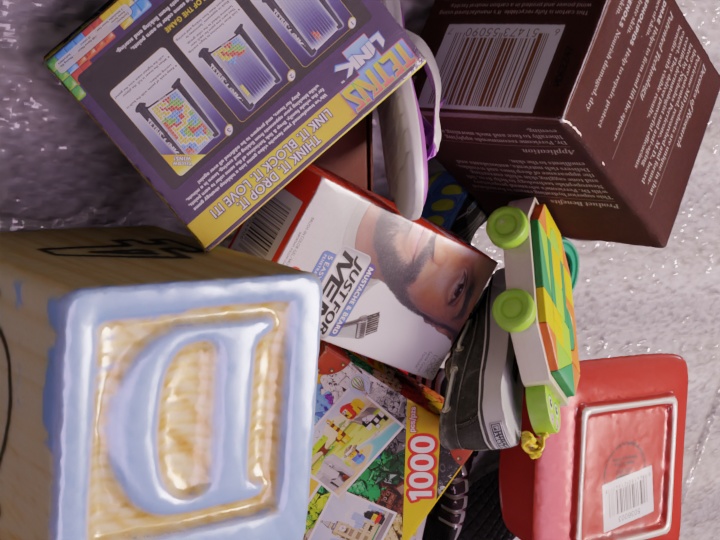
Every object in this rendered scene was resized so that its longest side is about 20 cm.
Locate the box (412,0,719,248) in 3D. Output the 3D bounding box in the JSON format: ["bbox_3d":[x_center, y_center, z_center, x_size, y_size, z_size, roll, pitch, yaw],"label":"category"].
[{"bbox_3d":[0.160,-0.141,1.133,0.200,0.165,0.165,40,66,-46],"label":"box"}]

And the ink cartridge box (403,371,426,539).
[{"bbox_3d":[0.005,0.184,1.270,0.116,0.067,0.202,-7,116,-39],"label":"ink cartridge box"}]

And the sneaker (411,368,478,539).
[{"bbox_3d":[0.106,0.166,1.347,0.115,0.075,0.202,-20,124,-37],"label":"sneaker"}]

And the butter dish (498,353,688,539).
[{"bbox_3d":[0.193,0.172,1.310,0.199,0.147,0.201,-3,97,-39],"label":"butter dish"}]

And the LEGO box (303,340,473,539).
[{"bbox_3d":[-0.023,0.167,1.158,0.148,0.077,0.201,32,102,-10],"label":"LEGO box"}]

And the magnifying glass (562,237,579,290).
[{"bbox_3d":[0.174,0.058,1.384,0.079,0.022,0.201,-17,125,-35],"label":"magnifying glass"}]

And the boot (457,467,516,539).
[{"bbox_3d":[0.181,0.219,1.450,0.200,0.070,0.131,-50,152,10],"label":"boot"}]

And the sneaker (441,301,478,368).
[{"bbox_3d":[0.120,0.065,1.249,0.075,0.088,0.200,-55,158,21],"label":"sneaker"}]

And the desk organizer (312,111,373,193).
[{"bbox_3d":[-0.041,-0.100,1.071,0.077,0.072,0.201,-20,124,-30],"label":"desk organizer"}]

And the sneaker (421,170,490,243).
[{"bbox_3d":[0.051,0.014,1.215,0.083,0.071,0.201,31,87,-40],"label":"sneaker"}]

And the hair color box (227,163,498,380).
[{"bbox_3d":[0.000,0.000,1.067,0.199,0.064,0.111,22,99,-43],"label":"hair color box"}]

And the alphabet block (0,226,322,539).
[{"bbox_3d":[-0.162,0.081,0.943,0.195,0.199,0.197,-2,100,-40],"label":"alphabet block"}]

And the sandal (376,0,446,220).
[{"bbox_3d":[0.039,-0.134,1.042,0.049,0.204,0.083,-4,153,-7],"label":"sandal"}]

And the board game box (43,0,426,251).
[{"bbox_3d":[-0.083,-0.141,0.950,0.200,0.057,0.166,-40,108,-3],"label":"board game box"}]

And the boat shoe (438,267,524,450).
[{"bbox_3d":[0.096,0.066,1.137,0.201,0.063,0.071,-73,147,-54],"label":"boat shoe"}]

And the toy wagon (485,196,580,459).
[{"bbox_3d":[0.141,0.048,1.114,0.155,0.039,0.202,49,35,-58],"label":"toy wagon"}]
